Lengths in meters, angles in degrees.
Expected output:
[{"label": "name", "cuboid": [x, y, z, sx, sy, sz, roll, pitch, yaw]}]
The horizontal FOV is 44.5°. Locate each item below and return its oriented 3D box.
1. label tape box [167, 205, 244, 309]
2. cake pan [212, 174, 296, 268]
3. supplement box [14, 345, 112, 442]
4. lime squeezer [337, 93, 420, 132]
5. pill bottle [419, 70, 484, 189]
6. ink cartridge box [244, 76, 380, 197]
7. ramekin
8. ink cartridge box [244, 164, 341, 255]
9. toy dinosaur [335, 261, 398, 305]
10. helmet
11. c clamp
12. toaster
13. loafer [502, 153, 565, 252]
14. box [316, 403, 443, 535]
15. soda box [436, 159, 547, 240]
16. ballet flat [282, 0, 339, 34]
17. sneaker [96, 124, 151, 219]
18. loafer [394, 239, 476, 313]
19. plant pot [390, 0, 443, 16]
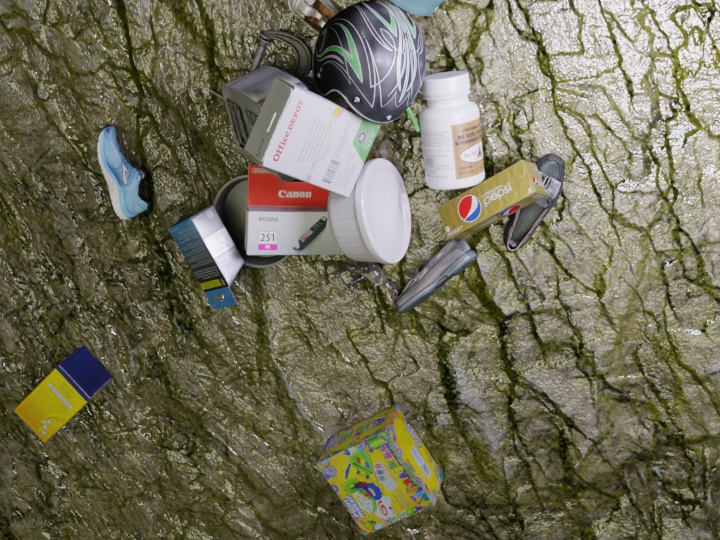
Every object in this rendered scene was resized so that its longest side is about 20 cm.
[{"label": "label tape box", "cuboid": [-0.310, -0.025, 1.848, 0.144, 0.063, 0.202, -10, 111, 59]}, {"label": "cake pan", "cuboid": [-0.215, -0.106, 1.843, 0.197, 0.037, 0.204, 5, 111, 13]}, {"label": "supplement box", "cuboid": [-0.705, 0.294, 2.091, 0.199, 0.109, 0.110, -40, 96, 25]}, {"label": "lime squeezer", "cuboid": [0.047, -0.331, 1.664, 0.198, 0.038, 0.071, 30, 78, 27]}, {"label": "pill bottle", "cuboid": [0.167, -0.261, 1.635, 0.112, 0.114, 0.203, -3, 109, 16]}, {"label": "ink cartridge box", "cuboid": [-0.086, -0.235, 1.561, 0.198, 0.087, 0.147, 16, 105, -39]}, {"label": "ramekin", "cuboid": [0.015, -0.109, 1.697, 0.093, 0.202, 0.205, -6, 109, 30]}, {"label": "ink cartridge box", "cuboid": [-0.131, -0.120, 1.768, 0.196, 0.044, 0.176, -1, 113, -13]}, {"label": "toy dinosaur", "cuboid": [0.000, 0.000, 1.813, 0.088, 0.048, 0.201, -34, 104, 5]}, {"label": "helmet", "cuboid": [0.024, -0.369, 1.549, 0.190, 0.198, 0.203, 26, 123, 49]}, {"label": "c clamp", "cuboid": [-0.192, -0.388, 1.737, 0.170, 0.027, 0.201, 34, 115, 1]}, {"label": "toaster", "cuboid": [-0.160, -0.284, 1.656, 0.180, 0.118, 0.202, 34, 144, 47]}, {"label": "loafer", "cuboid": [0.331, -0.122, 1.668, 0.071, 0.063, 0.202, 25, 115, 4]}, {"label": "box", "cuboid": [0.044, 0.436, 1.925, 0.191, 0.122, 0.202, -28, 101, 23]}, {"label": "soda box", "cuboid": [0.246, -0.130, 1.652, 0.198, 0.064, 0.069, -29, 74, 30]}, {"label": "ballet flat", "cuboid": [-0.077, -0.481, 1.651, 0.199, 0.062, 0.068, 37, 115, 1]}, {"label": "sneaker", "cuboid": [-0.500, -0.215, 1.877, 0.088, 0.079, 0.203, -14, 110, 0]}, {"label": "loafer", "cuboid": [0.142, 0.008, 1.770, 0.199, 0.072, 0.063, -38, 75, 18]}, {"label": "plant pot", "cuboid": [0.120, -0.553, 1.509, 0.199, 0.201, 0.188, 38, 131, -1]}]
